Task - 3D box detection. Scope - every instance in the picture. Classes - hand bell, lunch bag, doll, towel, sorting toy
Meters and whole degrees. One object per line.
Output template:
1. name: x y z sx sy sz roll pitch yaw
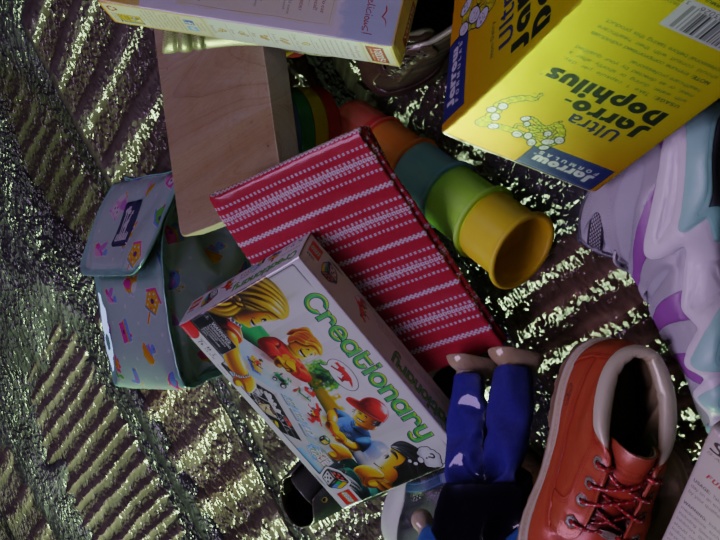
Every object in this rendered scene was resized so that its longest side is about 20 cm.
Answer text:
1. hand bell: 0.143 0.151 0.984 0.200 0.103 0.105 8 117 66
2. lunch bag: -0.181 0.006 1.290 0.170 0.121 0.203 -4 99 57
3. doll: 0.089 0.155 0.922 0.136 0.048 0.203 -12 67 45
4. towel: 0.000 0.000 0.973 0.144 0.023 0.201 -21 116 30
5. sorting toy: -0.087 -0.141 1.069 0.199 0.069 0.202 -13 84 60

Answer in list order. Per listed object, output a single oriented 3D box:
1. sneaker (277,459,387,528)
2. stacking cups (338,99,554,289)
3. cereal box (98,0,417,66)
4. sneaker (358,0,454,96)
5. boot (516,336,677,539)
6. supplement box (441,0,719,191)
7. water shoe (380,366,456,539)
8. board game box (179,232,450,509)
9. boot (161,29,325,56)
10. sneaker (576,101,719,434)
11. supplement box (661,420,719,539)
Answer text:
1. sneaker: -0.003 0.141 1.136 0.075 0.106 0.201 43 140 29
2. stacking cups: 0.053 -0.061 0.987 0.200 0.060 0.061 39 139 40
3. cereal box: -0.054 -0.214 0.858 0.198 0.146 0.040 12 168 13
4. sneaker: 0.037 -0.171 0.918 0.071 0.075 0.200 61 146 5
5. boot: 0.144 0.138 0.817 0.107 0.074 0.203 143 135 -81
6. supplement box: 0.139 -0.145 0.727 0.200 0.108 0.110 -42 35 55
7. water shoe: 0.071 0.150 1.072 0.078 0.071 0.202 29 128 32
8. board game box: -0.023 0.079 1.002 0.126 0.035 0.200 -28 111 33
9. boot: -0.070 -0.247 0.927 0.073 0.153 0.203 -111 21 -76
10. sneaker: 0.184 -0.003 0.830 0.139 0.077 0.203 8 107 53
11. supplement box: 0.239 0.154 0.796 0.073 0.125 0.202 41 140 31
